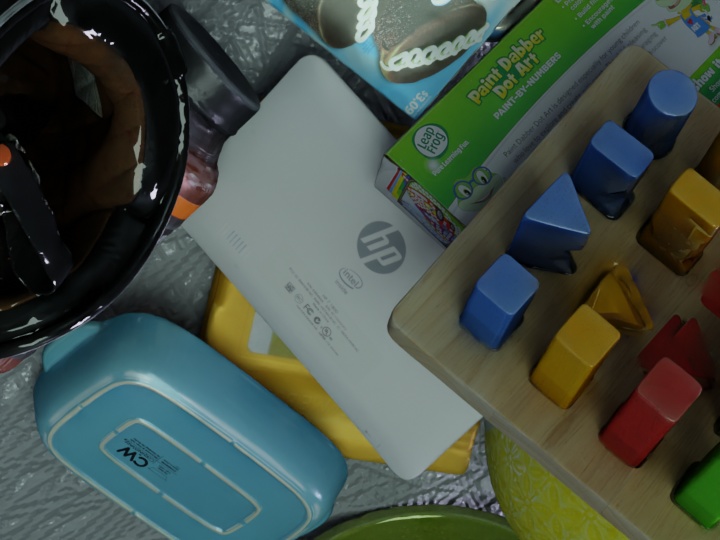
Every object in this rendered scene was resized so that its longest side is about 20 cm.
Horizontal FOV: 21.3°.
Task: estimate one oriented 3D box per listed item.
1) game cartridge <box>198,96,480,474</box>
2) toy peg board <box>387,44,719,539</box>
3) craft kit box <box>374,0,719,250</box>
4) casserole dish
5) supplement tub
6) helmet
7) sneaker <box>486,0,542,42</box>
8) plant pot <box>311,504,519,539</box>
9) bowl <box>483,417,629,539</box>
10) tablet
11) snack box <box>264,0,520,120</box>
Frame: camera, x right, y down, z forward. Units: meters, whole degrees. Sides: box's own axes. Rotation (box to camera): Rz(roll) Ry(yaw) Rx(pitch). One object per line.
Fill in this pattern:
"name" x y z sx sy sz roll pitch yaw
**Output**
"game cartridge" 0.004 0.014 1.082 0.174 0.032 0.202 9 111 -14
"toy peg board" 0.153 0.004 0.876 0.199 0.098 0.200 40 68 8
"craft kit box" 0.143 -0.050 0.971 0.197 0.049 0.200 44 69 7
"casserole dish" -0.098 0.104 1.078 0.200 0.039 0.121 40 124 -23
"supplement tub" -0.147 -0.046 0.986 0.200 0.107 0.107 -40 115 9
"helmet" -0.193 -0.063 0.847 0.199 0.189 0.202 -19 114 -51
"sneaker" 0.100 -0.209 0.978 0.071 0.073 0.202 18 108 -16
"plant pot" 0.042 0.277 1.139 0.198 0.201 0.191 -8 128 -6
"bowl" 0.120 0.061 1.044 0.107 0.200 0.201 28 107 -6
"tablet" 0.000 0.000 1.008 0.200 0.014 0.130 48 117 5
"snack box" 0.046 -0.185 0.923 0.116 0.037 0.200 36 108 -16
